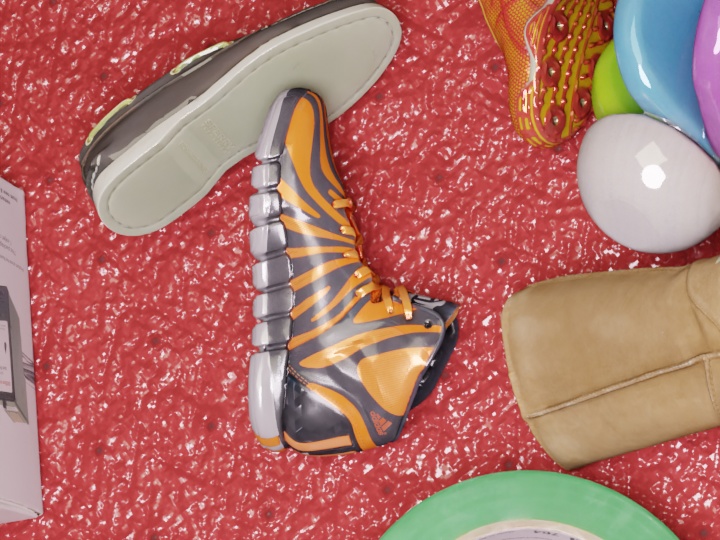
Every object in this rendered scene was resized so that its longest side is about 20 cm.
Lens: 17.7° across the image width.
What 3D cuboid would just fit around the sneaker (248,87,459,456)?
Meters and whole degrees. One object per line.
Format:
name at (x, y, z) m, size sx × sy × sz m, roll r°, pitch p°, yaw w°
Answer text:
sneaker at (0.000, 0.000, 1.259) m, size 0.111 × 0.078 × 0.202 m, roll -1°, pitch 89°, yaw 13°

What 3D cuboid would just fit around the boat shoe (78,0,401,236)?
boat shoe at (-0.072, -0.100, 1.306) m, size 0.200 × 0.072 × 0.061 m, roll -33°, pitch 45°, yaw 0°

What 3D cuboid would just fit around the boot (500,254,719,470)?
boot at (0.163, 0.075, 1.142) m, size 0.200 × 0.066 × 0.177 m, roll -20°, pitch 80°, yaw 54°

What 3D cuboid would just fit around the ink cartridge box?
ink cartridge box at (-0.268, 0.051, 1.326) m, size 0.144 × 0.084 × 0.202 m, roll -11°, pitch 72°, yaw 16°

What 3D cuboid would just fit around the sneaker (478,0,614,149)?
sneaker at (0.095, -0.160, 1.278) m, size 0.077 × 0.073 × 0.202 m, roll -15°, pitch 66°, yaw 38°

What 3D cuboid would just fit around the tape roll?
tape roll at (0.085, 0.203, 1.158) m, size 0.199 × 0.048 × 0.202 m, roll -1°, pitch 71°, yaw 2°

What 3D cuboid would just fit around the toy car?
toy car at (0.206, -0.093, 1.146) m, size 0.199 × 0.150 × 0.175 m, roll 22°, pitch 61°, yaw 25°
